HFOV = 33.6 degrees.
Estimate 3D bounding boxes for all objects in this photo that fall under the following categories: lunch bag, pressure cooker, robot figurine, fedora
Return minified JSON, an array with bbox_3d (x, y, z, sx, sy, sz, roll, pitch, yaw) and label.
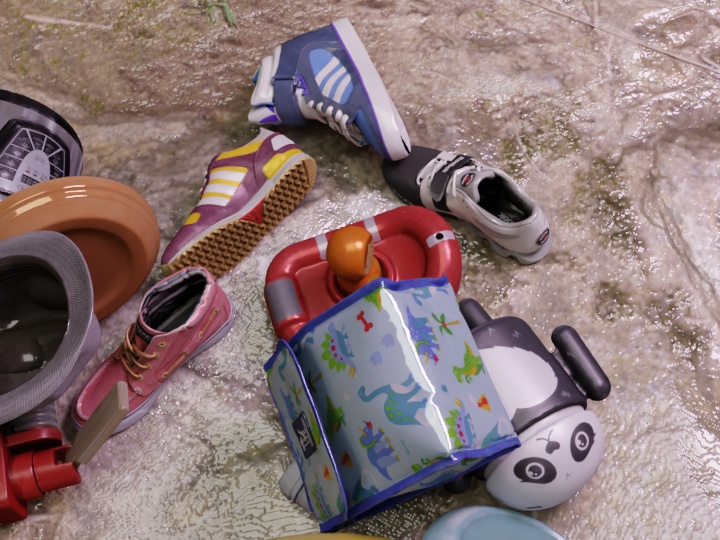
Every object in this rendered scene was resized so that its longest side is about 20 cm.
[{"bbox_3d":[0.008,0.119,1.037,0.200,0.127,0.170,-33,70,37],"label":"lunch bag"},{"bbox_3d":[-0.382,-0.062,1.220,0.176,0.179,0.200,5,61,4],"label":"pressure cooker"},{"bbox_3d":[0.134,0.122,1.092,0.150,0.125,0.200,-51,60,32],"label":"robot figurine"},{"bbox_3d":[-0.306,0.065,1.075,0.200,0.090,0.177,-31,60,5],"label":"fedora"}]

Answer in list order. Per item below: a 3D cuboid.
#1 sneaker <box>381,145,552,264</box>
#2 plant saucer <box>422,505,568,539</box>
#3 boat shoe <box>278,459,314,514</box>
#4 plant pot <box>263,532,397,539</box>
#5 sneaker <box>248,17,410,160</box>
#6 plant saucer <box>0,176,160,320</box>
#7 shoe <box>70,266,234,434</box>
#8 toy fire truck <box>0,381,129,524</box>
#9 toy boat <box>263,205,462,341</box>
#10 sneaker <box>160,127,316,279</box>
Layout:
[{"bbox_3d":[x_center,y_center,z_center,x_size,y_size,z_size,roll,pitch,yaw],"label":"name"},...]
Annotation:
[{"bbox_3d":[0.107,-0.087,1.218,0.200,0.089,0.074,29,73,20],"label":"sneaker"},{"bbox_3d":[0.143,0.269,1.001,0.200,0.200,0.027,44,120,23],"label":"plant saucer"},{"bbox_3d":[0.008,0.148,1.135,0.067,0.074,0.200,36,86,13],"label":"boat shoe"},{"bbox_3d":[0.004,0.303,1.006,0.142,0.200,0.200,-15,61,-26],"label":"plant pot"},{"bbox_3d":[-0.043,-0.169,1.272,0.146,0.081,0.200,-27,58,6],"label":"sneaker"},{"bbox_3d":[-0.289,-0.005,1.166,0.200,0.200,0.037,-28,53,-6],"label":"plant saucer"},{"bbox_3d":[-0.214,0.077,1.178,0.200,0.091,0.071,-41,67,-11],"label":"shoe"},{"bbox_3d":[-0.313,0.138,1.147,0.200,0.129,0.176,-13,63,-3],"label":"toy fire truck"},{"bbox_3d":[0.000,0.000,1.165,0.200,0.131,0.131,-19,64,-2],"label":"toy boat"},{"bbox_3d":[-0.142,-0.068,1.256,0.200,0.075,0.090,-40,58,-18],"label":"sneaker"}]
